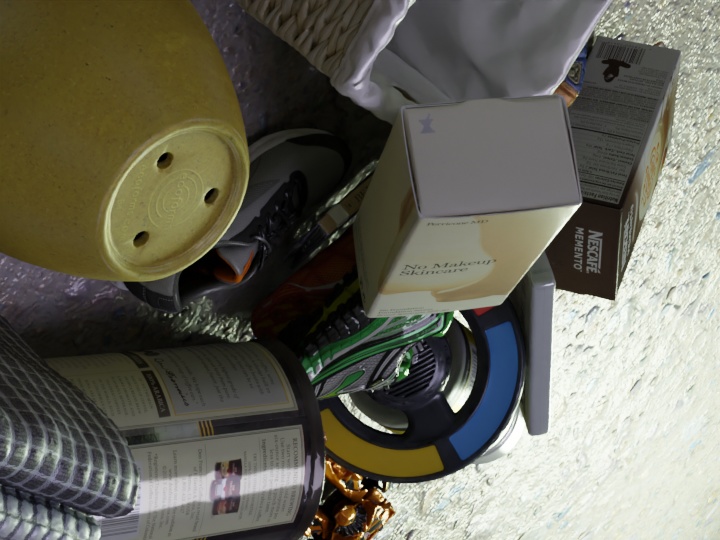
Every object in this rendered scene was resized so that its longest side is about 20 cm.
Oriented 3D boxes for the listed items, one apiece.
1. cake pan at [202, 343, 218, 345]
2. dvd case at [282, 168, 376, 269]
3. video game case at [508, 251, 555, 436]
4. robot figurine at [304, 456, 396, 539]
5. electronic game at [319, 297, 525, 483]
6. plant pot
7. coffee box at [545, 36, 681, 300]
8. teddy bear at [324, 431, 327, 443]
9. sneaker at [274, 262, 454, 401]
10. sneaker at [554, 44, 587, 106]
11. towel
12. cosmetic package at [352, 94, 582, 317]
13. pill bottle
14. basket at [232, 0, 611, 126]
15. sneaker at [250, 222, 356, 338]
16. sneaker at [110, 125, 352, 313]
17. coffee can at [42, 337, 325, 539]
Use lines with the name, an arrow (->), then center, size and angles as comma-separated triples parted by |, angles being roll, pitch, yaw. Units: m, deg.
cake pan -> -0.145, 0.151, 1.114 | 0.199, 0.037, 0.201 | -31, 142, -27
dvd case -> 0.029, -0.080, 1.047 | 0.200, 0.016, 0.149 | -42, -178, -15
video game case -> 0.130, 0.010, 1.191 | 0.023, 0.183, 0.201 | -11, 139, -3
robot figurine -> -0.031, 0.211, 1.291 | 0.145, 0.058, 0.200 | -47, 146, -5
electronic game -> 0.034, 0.073, 1.132 | 0.201, 0.199, 0.042 | -56, -179, 9
plant pot -> -0.145, -0.073, 0.798 | 0.199, 0.142, 0.201 | -31, 143, -27
coffee box -> 0.208, -0.089, 1.197 | 0.115, 0.079, 0.201 | 81, 28, -49
teddy bear -> -0.082, 0.207, 1.114 | 0.201, 0.066, 0.145 | -59, -170, 8
sneaker -> -0.012, 0.071, 1.043 | 0.085, 0.078, 0.200 | 38, 120, -21
sneaker -> 0.137, -0.222, 1.074 | 0.075, 0.088, 0.202 | 11, 96, -20
towel -> -0.230, 0.064, 0.778 | 0.086, 0.200, 0.165 | -51, 145, 4
cosmetic package -> 0.061, -0.035, 0.888 | 0.104, 0.072, 0.200 | -6, 163, -9
pill bottle -> 0.074, 0.107, 1.267 | 0.115, 0.114, 0.200 | -51, 147, 0
basket -> 0.046, -0.201, 0.889 | 0.198, 0.161, 0.201 | 18, 109, -55
sneaker -> 0.000, 0.000, 1.088 | 0.199, 0.077, 0.073 | -32, 118, 18
sneaker -> -0.080, -0.031, 0.978 | 0.199, 0.079, 0.074 | -34, 142, -27
coffee can -> -0.144, 0.125, 0.952 | 0.198, 0.147, 0.147 | -3, 125, -33
